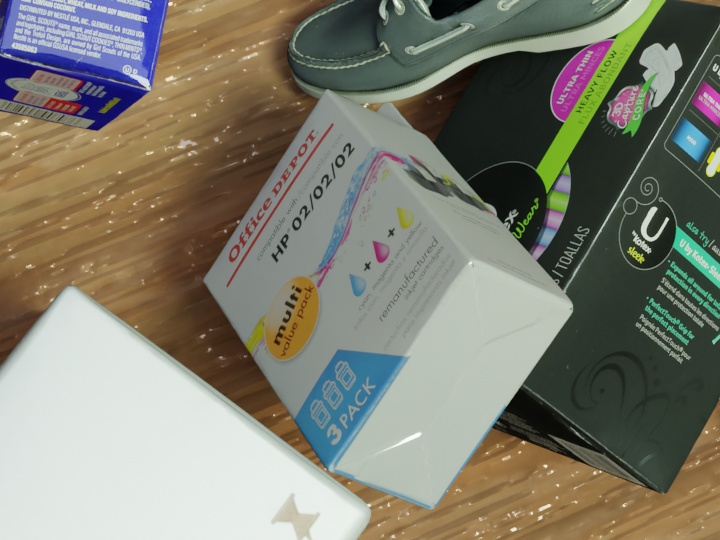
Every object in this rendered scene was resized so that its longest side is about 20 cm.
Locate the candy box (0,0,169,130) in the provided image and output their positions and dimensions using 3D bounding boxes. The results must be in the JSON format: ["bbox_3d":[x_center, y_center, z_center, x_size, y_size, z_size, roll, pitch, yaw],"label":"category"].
[{"bbox_3d":[-0.125,-0.177,1.085,0.077,0.169,0.200,13,84,-13],"label":"candy box"}]

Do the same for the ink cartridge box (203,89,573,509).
[{"bbox_3d":[0.000,0.000,1.059,0.068,0.200,0.115,23,108,-36],"label":"ink cartridge box"}]

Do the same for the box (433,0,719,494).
[{"bbox_3d":[0.114,-0.021,1.116,0.124,0.148,0.200,37,79,-35],"label":"box"}]

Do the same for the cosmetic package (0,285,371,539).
[{"bbox_3d":[-0.120,0.125,1.049,0.166,0.200,0.167,38,80,-5],"label":"cosmetic package"}]

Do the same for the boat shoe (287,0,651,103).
[{"bbox_3d":[0.042,-0.134,1.117,0.062,0.200,0.073,47,44,-41],"label":"boat shoe"}]
